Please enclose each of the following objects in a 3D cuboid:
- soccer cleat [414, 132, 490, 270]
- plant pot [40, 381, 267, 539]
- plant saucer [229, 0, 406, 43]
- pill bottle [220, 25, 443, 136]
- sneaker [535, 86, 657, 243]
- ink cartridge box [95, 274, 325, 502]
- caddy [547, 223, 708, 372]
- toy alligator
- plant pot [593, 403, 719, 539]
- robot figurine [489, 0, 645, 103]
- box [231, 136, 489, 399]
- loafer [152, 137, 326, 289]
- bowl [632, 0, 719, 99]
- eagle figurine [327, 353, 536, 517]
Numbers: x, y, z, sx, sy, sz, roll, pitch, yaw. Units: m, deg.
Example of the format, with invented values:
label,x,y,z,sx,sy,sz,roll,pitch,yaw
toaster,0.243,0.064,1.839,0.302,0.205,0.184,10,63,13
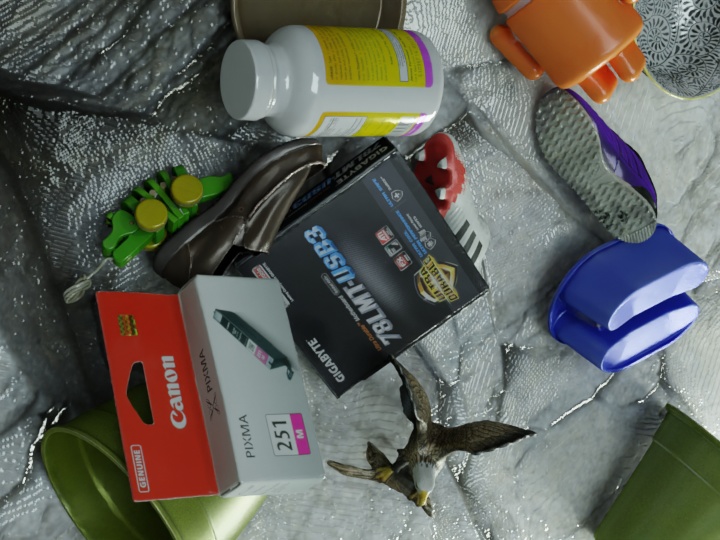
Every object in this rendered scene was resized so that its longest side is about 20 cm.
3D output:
label,x,y,z,sx,sy,sz,roll,pitch,yaw
soccer cleat,0.101,-0.055,1.466,0.085,0.069,0.200,-18,114,-34
plant pot,-0.159,0.175,1.287,0.193,0.200,0.201,-38,119,-33
plant saucer,-0.043,-0.266,1.344,0.200,0.029,0.200,-8,105,-31
pill bottle,-0.028,-0.179,1.294,0.200,0.104,0.104,-3,103,-33
sneaker,0.273,-0.130,1.562,0.200,0.070,0.100,54,34,-11
ink cartridge box,-0.132,0.100,1.209,0.173,0.044,0.200,4,62,-39
caddy,0.308,0.026,1.596,0.200,0.105,0.142,-24,135,-27
toy alligator,-0.209,-0.046,1.275,0.200,0.059,0.054,-37,78,-21
plant pot,0.391,0.300,1.676,0.190,0.200,0.200,-48,122,-1
robot figurine,0.218,-0.274,1.439,0.117,0.144,0.200,-42,96,-22
box,0.000,0.000,1.389,0.198,0.050,0.200,-36,118,-2
loafer,-0.103,-0.046,1.306,0.200,0.073,0.071,-42,80,2
bowl,0.351,-0.298,1.552,0.200,0.094,0.201,-8,104,-31
eagle figurine,0.078,0.174,1.418,0.152,0.151,0.200,-4,140,-31
